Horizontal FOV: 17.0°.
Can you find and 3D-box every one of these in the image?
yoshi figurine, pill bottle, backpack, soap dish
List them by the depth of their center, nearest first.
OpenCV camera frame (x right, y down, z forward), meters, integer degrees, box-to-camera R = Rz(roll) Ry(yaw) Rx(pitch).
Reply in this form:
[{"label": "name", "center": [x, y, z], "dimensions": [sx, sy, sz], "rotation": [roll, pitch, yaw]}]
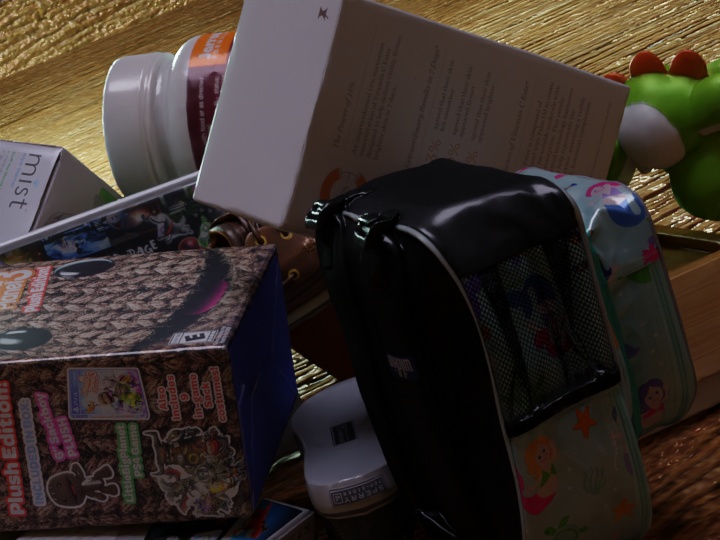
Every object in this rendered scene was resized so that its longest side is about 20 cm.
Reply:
[{"label": "backpack", "center": [0.073, 0.048, 1.173], "dimensions": [0.150, 0.201, 0.177], "rotation": [-17, 12, -19]}, {"label": "soap dish", "center": [0.135, 0.040, 1.373], "dimensions": [0.199, 0.082, 0.157], "rotation": [-23, 15, -21]}, {"label": "yoshi figurine", "center": [0.156, -0.051, 1.393], "dimensions": [0.199, 0.113, 0.112], "rotation": [-24, -34, 36]}, {"label": "pill bottle", "center": [-0.056, -0.099, 1.541], "dimensions": [0.199, 0.115, 0.114], "rotation": [-4, 17, 15]}]

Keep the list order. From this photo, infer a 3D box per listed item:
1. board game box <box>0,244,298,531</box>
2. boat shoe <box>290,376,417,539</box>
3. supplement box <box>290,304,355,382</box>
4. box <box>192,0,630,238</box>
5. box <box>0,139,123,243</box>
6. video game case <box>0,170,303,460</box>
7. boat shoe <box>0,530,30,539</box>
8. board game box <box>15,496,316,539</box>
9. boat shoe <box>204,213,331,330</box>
[{"label": "board game box", "center": [-0.147, 0.063, 1.311], "dimensions": [0.198, 0.098, 0.160], "rotation": [-4, 20, 9]}, {"label": "boat shoe", "center": [0.000, 0.108, 1.320], "dimensions": [0.068, 0.057, 0.200], "rotation": [-17, 14, 6]}, {"label": "supplement box", "center": [0.000, 0.000, 1.535], "dimensions": [0.069, 0.066, 0.200], "rotation": [-56, 5, 19]}, {"label": "box", "center": [0.029, -0.069, 1.293], "dimensions": [0.199, 0.125, 0.097], "rotation": [14, 2, -35]}, {"label": "box", "center": [-0.266, 0.019, 1.541], "dimensions": [0.175, 0.201, 0.097], "rotation": [7, -20, 30]}, {"label": "video game case", "center": [-0.150, 0.055, 1.453], "dimensions": [0.199, 0.183, 0.023], "rotation": [-20, -5, -14]}, {"label": "boat shoe", "center": [-0.199, 0.162, 1.307], "dimensions": [0.199, 0.074, 0.075], "rotation": [-29, 18, -39]}, {"label": "board game box", "center": [-0.129, 0.165, 1.234], "dimensions": [0.126, 0.035, 0.200], "rotation": [12, 28, 32]}, {"label": "boat shoe", "center": [-0.053, -0.008, 1.407], "dimensions": [0.200, 0.068, 0.072], "rotation": [-46, 38, 1]}]
